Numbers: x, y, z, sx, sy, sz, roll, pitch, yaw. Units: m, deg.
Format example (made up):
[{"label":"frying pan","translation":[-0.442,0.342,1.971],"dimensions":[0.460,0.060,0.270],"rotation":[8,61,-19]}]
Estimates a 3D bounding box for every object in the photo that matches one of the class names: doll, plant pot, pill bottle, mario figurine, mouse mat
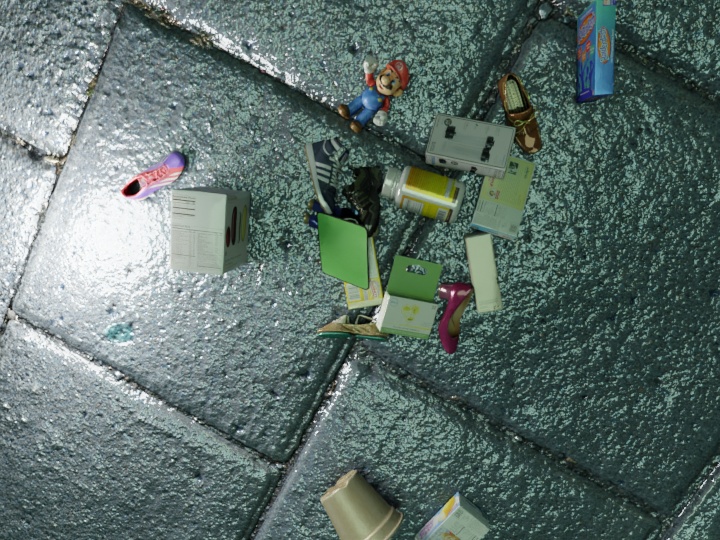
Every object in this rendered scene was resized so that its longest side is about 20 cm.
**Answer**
[{"label":"doll","translation":[-0.046,-0.134,1.394],"dimensions":[0.198,0.048,0.138],"rotation":[19,91,10]},{"label":"plant pot","translation":[-0.009,0.681,1.496],"dimensions":[0.200,0.200,0.184],"rotation":[-39,82,12]},{"label":"pill bottle","translation":[0.157,-0.198,1.337],"dimensions":[0.198,0.109,0.110],"rotation":[18,102,4]},{"label":"mario figurine","translation":[0.034,-0.441,1.307],"dimensions":[0.200,0.106,0.123],"rotation":[-41,128,20]},{"label":"mouse mat","translation":[-0.045,-0.050,1.372],"dimensions":[0.160,0.008,0.202],"rotation":[21,131,27]}]

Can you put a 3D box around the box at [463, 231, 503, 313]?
[{"label":"box","translation":[0.318,0.002,1.369],"dimensions":[0.068,0.082,0.202],"rotation":[-10,100,10]}]

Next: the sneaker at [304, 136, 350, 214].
[{"label":"sneaker","translation":[-0.070,-0.250,1.357],"dimensions":[0.107,0.070,0.202],"rotation":[-17,77,8]}]

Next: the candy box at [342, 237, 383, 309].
[{"label":"candy box","translation":[0.000,0.000,1.436],"dimensions":[0.101,0.026,0.202],"rotation":[-9,99,5]}]

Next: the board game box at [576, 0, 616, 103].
[{"label":"board game box","translation":[0.537,-0.498,1.210],"dimensions":[0.044,0.152,0.202],"rotation":[-1,100,8]}]

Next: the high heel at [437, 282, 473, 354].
[{"label":"high heel","translation":[0.256,0.131,1.385],"dimensions":[0.096,0.067,0.202],"rotation":[6,111,45]}]

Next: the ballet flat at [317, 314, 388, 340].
[{"label":"ballet flat","translation":[-0.020,0.156,1.459],"dimensions":[0.198,0.071,0.066],"rotation":[3,74,4]}]

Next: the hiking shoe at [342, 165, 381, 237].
[{"label":"hiking shoe","translation":[0.002,-0.176,1.351],"dimensions":[0.099,0.076,0.202],"rotation":[3,67,5]}]

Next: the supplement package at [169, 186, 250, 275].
[{"label":"supplement package","translation":[-0.389,-0.110,1.383],"dimensions":[0.145,0.191,0.202],"rotation":[7,102,5]}]

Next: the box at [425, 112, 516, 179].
[{"label":"box","translation":[0.269,-0.305,1.297],"dimensions":[0.198,0.060,0.118],"rotation":[13,79,12]}]

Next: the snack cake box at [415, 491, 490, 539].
[{"label":"snack cake box","translation":[0.263,0.758,1.523],"dimensions":[0.115,0.067,0.200],"rotation":[38,103,-3]}]

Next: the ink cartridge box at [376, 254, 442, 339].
[{"label":"ink cartridge box","translation":[0.136,0.073,1.401],"dimensions":[0.144,0.048,0.202],"rotation":[11,104,-16]}]

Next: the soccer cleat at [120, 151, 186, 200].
[{"label":"soccer cleat","translation":[-0.563,-0.254,1.438],"dimensions":[0.199,0.073,0.069],"rotation":[-30,95,12]}]

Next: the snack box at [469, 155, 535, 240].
[{"label":"snack box","translation":[0.354,-0.188,1.314],"dimensions":[0.115,0.037,0.202],"rotation":[18,79,3]}]

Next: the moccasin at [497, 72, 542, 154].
[{"label":"moccasin","translation":[0.395,-0.383,1.287],"dimensions":[0.073,0.078,0.203],"rotation":[-15,98,10]}]
